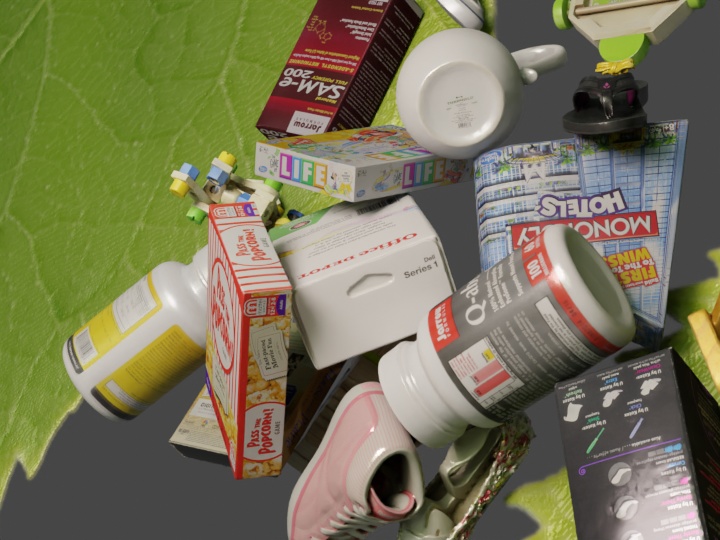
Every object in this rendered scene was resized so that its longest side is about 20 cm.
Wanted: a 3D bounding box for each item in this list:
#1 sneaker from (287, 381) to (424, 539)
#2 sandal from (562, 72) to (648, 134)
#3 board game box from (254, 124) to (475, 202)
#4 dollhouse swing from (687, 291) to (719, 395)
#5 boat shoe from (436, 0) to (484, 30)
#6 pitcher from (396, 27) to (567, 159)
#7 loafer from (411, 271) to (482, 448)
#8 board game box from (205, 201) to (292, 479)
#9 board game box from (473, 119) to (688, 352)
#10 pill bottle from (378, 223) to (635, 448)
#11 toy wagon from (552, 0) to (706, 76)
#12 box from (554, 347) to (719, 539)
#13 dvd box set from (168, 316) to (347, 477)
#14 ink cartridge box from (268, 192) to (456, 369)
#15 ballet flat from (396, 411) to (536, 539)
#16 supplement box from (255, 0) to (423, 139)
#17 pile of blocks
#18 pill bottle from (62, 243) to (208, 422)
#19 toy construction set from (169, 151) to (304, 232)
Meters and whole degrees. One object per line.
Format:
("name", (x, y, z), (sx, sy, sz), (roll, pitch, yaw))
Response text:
("sneaker", (-0.004, 0.208, 1.264), (0.105, 0.075, 0.201), (56, 132, 51))
("sandal", (0.223, -0.160, 1.308), (0.075, 0.048, 0.201), (-5, 16, 14))
("board game box", (0.013, -0.109, 1.418), (0.134, 0.199, 0.035), (18, 111, 39))
("dollhouse swing", (0.379, 0.094, 1.062), (0.199, 0.182, 0.176), (-27, 31, 18))
("boat shoe", (0.095, -0.335, 1.566), (0.065, 0.073, 0.201), (-40, 49, 14))
("pitcher", (0.121, -0.183, 1.392), (0.170, 0.122, 0.200), (-15, 13, 8))
("loafer", (0.090, 0.086, 1.314), (0.201, 0.072, 0.063), (-54, 8, 0))
("board game box", (-0.104, 0.062, 1.300), (0.046, 0.201, 0.152), (-5, 32, -16))
("board game box", (0.204, -0.025, 1.281), (0.198, 0.062, 0.201), (-6, 64, 6))
("pill bottle", (0.119, 0.060, 1.203), (0.200, 0.116, 0.116), (-36, 49, 22))
("toy wagon", (0.269, -0.273, 1.431), (0.154, 0.040, 0.201), (-4, 63, 34))
("box", (0.233, 0.184, 1.131), (0.105, 0.122, 0.201), (-20, 54, 23))
("dvd box set", (-0.088, 0.105, 1.424), (0.146, 0.029, 0.201), (3, 53, 44))
("ink cartridge box", (0.000, 0.000, 1.340), (0.144, 0.084, 0.200), (-21, 19, -2))
("ballet flat", (0.079, 0.197, 1.272), (0.075, 0.064, 0.201), (28, 82, 40))
("supplement box", (-0.023, -0.224, 1.593), (0.108, 0.061, 0.201), (14, 74, 39))
("pile of blocks", (0.010, 0.118, 1.380), (0.062, 0.082, 0.201), (36, 97, -2))
("pill bottle", (-0.209, 0.062, 1.520), (0.200, 0.112, 0.112), (-37, 49, 11))
("toy construction set", (-0.117, -0.055, 1.494), (0.130, 0.200, 0.093), (26, 88, 10))
